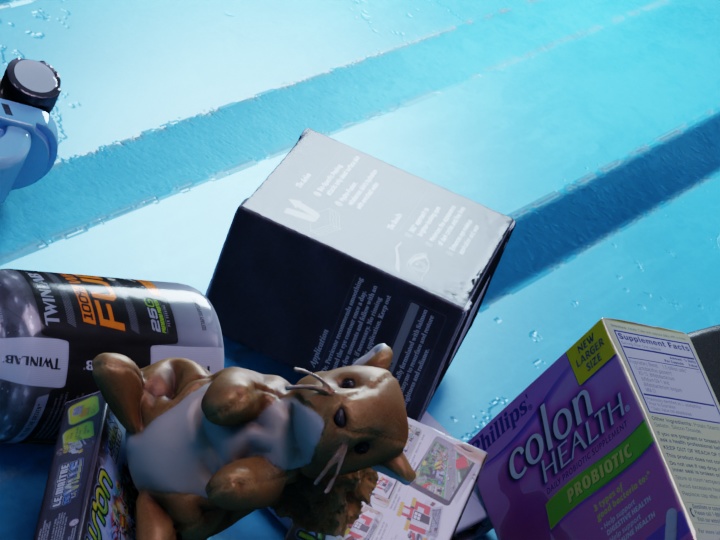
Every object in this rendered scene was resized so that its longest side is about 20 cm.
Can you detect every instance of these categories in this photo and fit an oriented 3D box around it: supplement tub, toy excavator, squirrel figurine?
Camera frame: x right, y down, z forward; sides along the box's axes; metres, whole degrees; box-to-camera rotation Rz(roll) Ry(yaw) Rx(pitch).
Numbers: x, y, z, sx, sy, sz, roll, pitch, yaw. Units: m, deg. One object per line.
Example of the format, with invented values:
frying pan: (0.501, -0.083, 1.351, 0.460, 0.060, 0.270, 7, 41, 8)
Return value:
supplement tub: (-0.207, 0.063, 1.563, 0.199, 0.123, 0.123, 5, 39, -35)
toy excavator: (-0.328, -0.082, 1.710, 0.194, 0.100, 0.201, 13, 43, -23)
squirrel figurine: (-0.052, 0.111, 1.474, 0.200, 0.186, 0.142, 32, 42, -71)

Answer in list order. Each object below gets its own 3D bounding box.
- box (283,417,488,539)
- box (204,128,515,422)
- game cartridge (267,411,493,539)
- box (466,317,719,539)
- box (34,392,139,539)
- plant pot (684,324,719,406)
box: (0.008, 0.189, 1.574, 0.110, 0.035, 0.200, 24, 49, 5)
box: (0.000, 0.000, 1.798, 0.199, 0.118, 0.197, 25, 27, 6)
game cartridge: (0.015, 0.168, 1.681, 0.133, 0.041, 0.200, 47, 35, 19)
box: (0.192, 0.170, 1.649, 0.096, 0.176, 0.201, 11, 47, -38)
box: (-0.167, 0.182, 1.436, 0.200, 0.035, 0.110, -87, 155, -55)
plant pot: (0.292, 0.157, 1.748, 0.177, 0.200, 0.200, 12, 35, -38)
